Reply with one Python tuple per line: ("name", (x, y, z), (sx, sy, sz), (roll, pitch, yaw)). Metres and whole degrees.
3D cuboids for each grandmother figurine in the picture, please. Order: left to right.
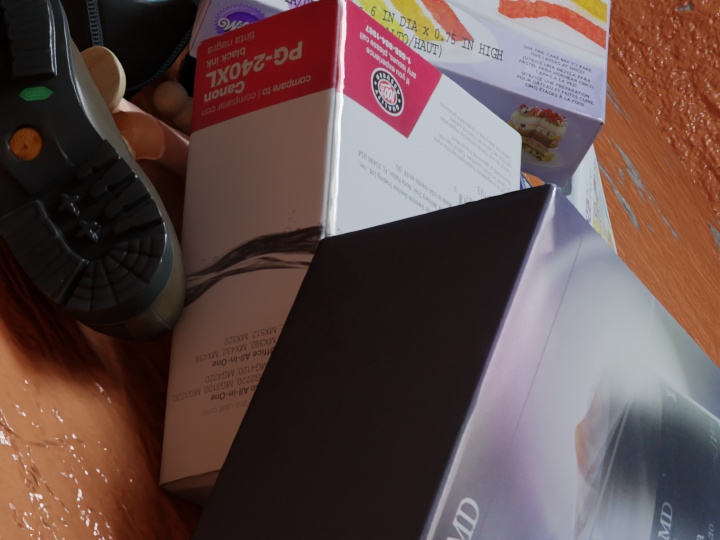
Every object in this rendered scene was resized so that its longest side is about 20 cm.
("grandmother figurine", (-0.068, -0.029, 0.973), (0.200, 0.060, 0.123), (25, 59, -58))

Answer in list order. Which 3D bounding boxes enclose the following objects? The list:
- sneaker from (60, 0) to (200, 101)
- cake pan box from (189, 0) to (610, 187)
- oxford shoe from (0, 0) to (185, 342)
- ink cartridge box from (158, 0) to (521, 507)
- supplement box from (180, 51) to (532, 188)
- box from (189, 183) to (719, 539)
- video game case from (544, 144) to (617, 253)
("sneaker", (-0.156, -0.162, 0.956), (0.200, 0.082, 0.073), (45, 19, -24))
("cake pan box", (0.022, -0.148, 1.002), (0.198, 0.052, 0.185), (19, 46, -9))
("oxford shoe", (-0.130, -0.051, 0.842), (0.201, 0.072, 0.085), (62, 0, 23))
("ink cartridge box", (-0.004, 0.013, 0.872), (0.145, 0.083, 0.202), (33, 53, -48))
("supplement box", (0.004, -0.063, 1.172), (0.200, 0.109, 0.110), (48, 15, -20))
("box", (0.052, 0.114, 0.734), (0.198, 0.123, 0.201), (44, 52, -30))
("video game case", (0.124, 0.039, 1.068), (0.182, 0.023, 0.202), (-74, 151, -66))
